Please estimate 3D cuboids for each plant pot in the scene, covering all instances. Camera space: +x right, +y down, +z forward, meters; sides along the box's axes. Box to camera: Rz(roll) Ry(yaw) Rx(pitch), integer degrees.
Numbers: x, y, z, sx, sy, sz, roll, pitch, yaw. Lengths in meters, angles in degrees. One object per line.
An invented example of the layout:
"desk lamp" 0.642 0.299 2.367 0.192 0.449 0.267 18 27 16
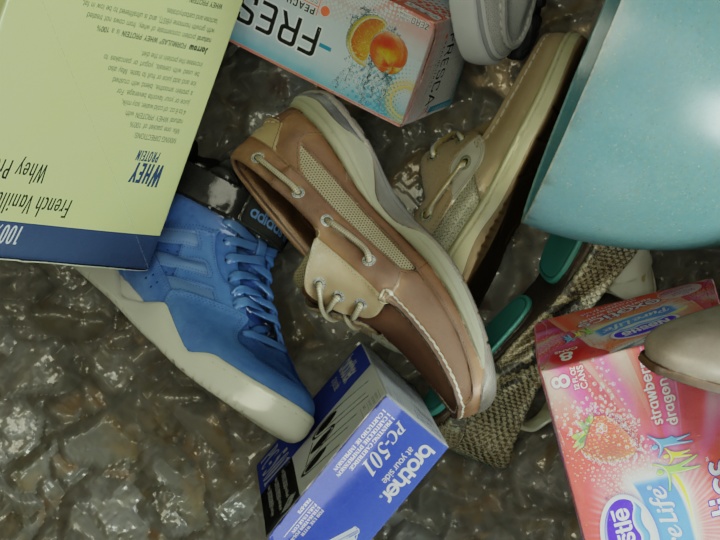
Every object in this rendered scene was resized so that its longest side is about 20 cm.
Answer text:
"plant pot" 0.179 -0.092 1.396 0.134 0.200 0.201 22 90 0

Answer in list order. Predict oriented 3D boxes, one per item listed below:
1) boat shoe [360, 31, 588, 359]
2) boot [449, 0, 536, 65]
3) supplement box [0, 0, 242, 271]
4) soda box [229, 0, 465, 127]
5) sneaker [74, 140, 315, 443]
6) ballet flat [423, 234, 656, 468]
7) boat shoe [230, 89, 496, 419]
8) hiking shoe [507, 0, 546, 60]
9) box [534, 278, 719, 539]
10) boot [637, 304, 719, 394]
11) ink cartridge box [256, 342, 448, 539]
"boat shoe" 0.059 -0.046 1.524 0.065 0.072 0.201 29 97 17
"boot" 0.104 -0.201 1.444 0.095 0.073 0.201 10 103 23
"supplement box" -0.178 -0.119 1.421 0.134 0.200 0.201 25 100 29
"soda box" -0.038 -0.151 1.516 0.199 0.068 0.064 29 115 19
"sneaker" -0.067 0.002 1.504 0.111 0.077 0.200 -50 46 0
"ballet flat" 0.113 0.021 1.523 0.075 0.068 0.201 32 97 -14
"boat shoe" 0.000 0.000 1.465 0.072 0.076 0.200 -28 67 -15
"hiking shoe" 0.053 -0.216 1.529 0.100 0.076 0.202 1 88 4
"box" 0.162 0.119 1.462 0.102 0.095 0.201 -13 103 7
"boot" 0.239 -0.010 1.351 0.199 0.070 0.147 4 115 -31
"ink cartridge box" -0.008 0.098 1.456 0.044 0.200 0.094 40 93 -6
